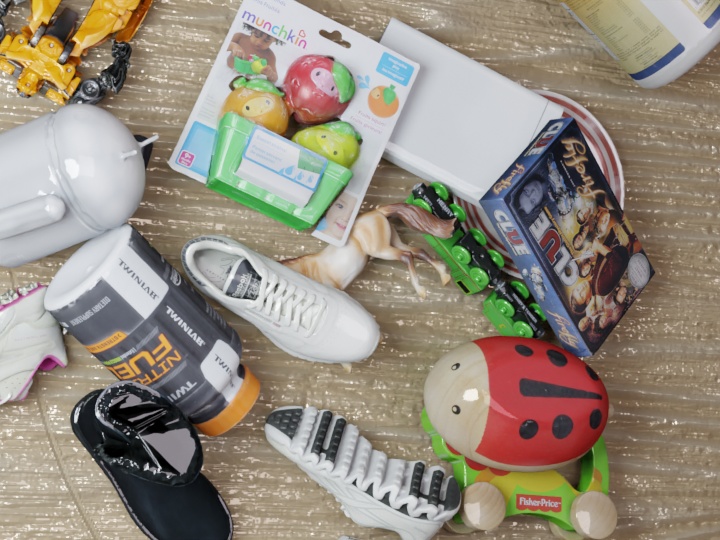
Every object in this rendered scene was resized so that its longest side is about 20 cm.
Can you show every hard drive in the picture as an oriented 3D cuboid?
[{"bbox_3d":[0.091,-0.151,1.411,0.200,0.027,0.132,27,76,-4],"label":"hard drive"}]

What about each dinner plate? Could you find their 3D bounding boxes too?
[{"bbox_3d":[0.183,-0.087,1.459,0.199,0.024,0.201,2,83,-19],"label":"dinner plate"}]

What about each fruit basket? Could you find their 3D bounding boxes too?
[{"bbox_3d":[-0.058,-0.148,1.329,0.185,0.094,0.200,26,85,-11],"label":"fruit basket"}]

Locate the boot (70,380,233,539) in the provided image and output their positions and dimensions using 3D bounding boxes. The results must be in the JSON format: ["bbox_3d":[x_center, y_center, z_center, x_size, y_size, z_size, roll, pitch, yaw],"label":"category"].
[{"bbox_3d":[-0.171,0.181,1.226,0.076,0.168,0.200,-42,99,-19],"label":"boot"}]

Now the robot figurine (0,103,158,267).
[{"bbox_3d":[-0.272,-0.074,1.218,0.199,0.170,0.113,-20,115,13],"label":"robot figurine"}]

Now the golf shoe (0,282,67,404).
[{"bbox_3d":[-0.331,0.088,1.208,0.200,0.075,0.092,-37,110,-39],"label":"golf shoe"}]

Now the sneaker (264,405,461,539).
[{"bbox_3d":[-0.007,0.199,1.336,0.200,0.081,0.075,29,36,0],"label":"sneaker"}]

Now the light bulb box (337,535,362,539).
[{"bbox_3d":[0.029,0.358,1.264,0.125,0.198,0.200,-37,98,-21],"label":"light bulb box"}]

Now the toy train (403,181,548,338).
[{"bbox_3d":[0.112,-0.006,1.407,0.200,0.056,0.042,50,59,-9],"label":"toy train"}]

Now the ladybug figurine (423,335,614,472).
[{"bbox_3d":[0.161,0.124,1.356,0.199,0.072,0.136,4,68,-21],"label":"ladybug figurine"}]

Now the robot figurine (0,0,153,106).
[{"bbox_3d":[-0.263,-0.241,1.295,0.145,0.058,0.200,31,74,-14],"label":"robot figurine"}]

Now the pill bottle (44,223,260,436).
[{"bbox_3d":[-0.178,0.061,1.259,0.200,0.106,0.106,47,71,-24],"label":"pill bottle"}]

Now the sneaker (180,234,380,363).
[{"bbox_3d":[-0.076,0.029,1.294,0.200,0.081,0.077,25,85,2],"label":"sneaker"}]

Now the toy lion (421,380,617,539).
[{"bbox_3d":[0.156,0.169,1.408,0.199,0.069,0.192,8,74,-19],"label":"toy lion"}]

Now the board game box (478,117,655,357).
[{"bbox_3d":[0.210,-0.032,1.403,0.136,0.035,0.200,-48,118,-30],"label":"board game box"}]

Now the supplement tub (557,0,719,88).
[{"bbox_3d":[0.282,-0.304,1.452,0.200,0.144,0.144,44,72,-11],"label":"supplement tub"}]

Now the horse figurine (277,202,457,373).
[{"bbox_3d":[0.000,0.000,1.358,0.200,0.050,0.133,-42,80,-4],"label":"horse figurine"}]

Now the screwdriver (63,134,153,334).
[{"bbox_3d":[-0.239,-0.036,1.296,0.029,0.028,0.200,39,67,-42],"label":"screwdriver"}]
